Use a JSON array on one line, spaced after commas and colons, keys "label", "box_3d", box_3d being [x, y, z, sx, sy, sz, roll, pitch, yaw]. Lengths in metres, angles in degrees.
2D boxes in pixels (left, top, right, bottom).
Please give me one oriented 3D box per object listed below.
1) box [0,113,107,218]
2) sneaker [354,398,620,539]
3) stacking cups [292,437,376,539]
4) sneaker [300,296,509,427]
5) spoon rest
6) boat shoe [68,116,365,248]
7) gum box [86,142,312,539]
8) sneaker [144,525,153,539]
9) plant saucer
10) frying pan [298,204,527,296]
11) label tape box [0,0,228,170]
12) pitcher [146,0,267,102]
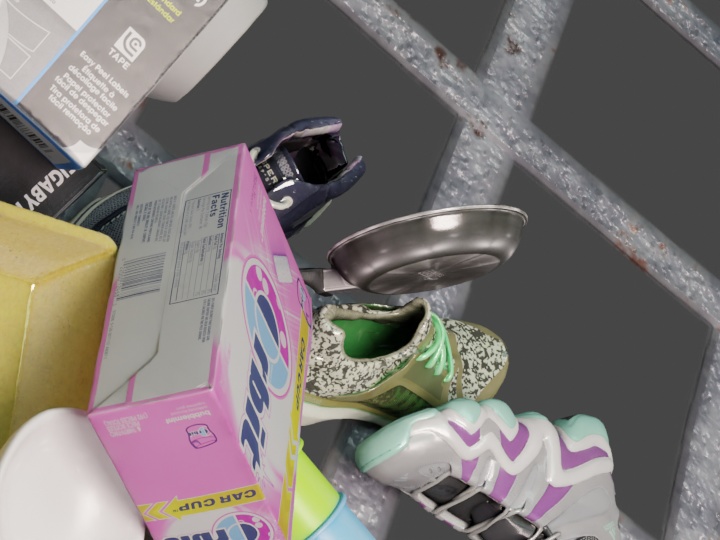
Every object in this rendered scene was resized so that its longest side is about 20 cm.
[{"label": "box", "box_3d": [-0.258, -0.068, 1.062, 0.199, 0.050, 0.200, 48, 44, -6]}, {"label": "sneaker", "box_3d": [0.091, 0.153, 1.212, 0.199, 0.078, 0.140, 6, 61, -39]}, {"label": "stacking cups", "box_3d": [-0.016, 0.153, 1.138, 0.200, 0.060, 0.061, 49, 43, -12]}, {"label": "sneaker", "box_3d": [0.026, 0.050, 1.211, 0.199, 0.089, 0.077, 0, 65, -42]}, {"label": "spoon rest", "box_3d": [-0.150, 0.162, 0.956, 0.099, 0.060, 0.201, 33, 66, -45]}, {"label": "boat shoe", "box_3d": [-0.083, -0.037, 1.164, 0.200, 0.093, 0.075, -29, 85, -48]}, {"label": "gum box", "box_3d": [-0.076, 0.038, 1.046, 0.200, 0.066, 0.114, -86, 160, -49]}, {"label": "sneaker", "box_3d": [-0.085, 0.204, 1.038, 0.092, 0.076, 0.201, -2, 59, -34]}, {"label": "plant saucer", "box_3d": [-0.213, 0.060, 0.967, 0.200, 0.048, 0.201, 19, 75, -48]}, {"label": "frying pan", "box_3d": [0.002, -0.005, 1.141, 0.189, 0.115, 0.031, -11, 76, -4]}, {"label": "label tape box", "box_3d": [-0.141, -0.175, 1.081, 0.144, 0.063, 0.200, 42, 79, -16]}, {"label": "pitcher", "box_3d": [-0.135, -0.209, 1.170, 0.200, 0.171, 0.121, 44, 28, -10]}]
